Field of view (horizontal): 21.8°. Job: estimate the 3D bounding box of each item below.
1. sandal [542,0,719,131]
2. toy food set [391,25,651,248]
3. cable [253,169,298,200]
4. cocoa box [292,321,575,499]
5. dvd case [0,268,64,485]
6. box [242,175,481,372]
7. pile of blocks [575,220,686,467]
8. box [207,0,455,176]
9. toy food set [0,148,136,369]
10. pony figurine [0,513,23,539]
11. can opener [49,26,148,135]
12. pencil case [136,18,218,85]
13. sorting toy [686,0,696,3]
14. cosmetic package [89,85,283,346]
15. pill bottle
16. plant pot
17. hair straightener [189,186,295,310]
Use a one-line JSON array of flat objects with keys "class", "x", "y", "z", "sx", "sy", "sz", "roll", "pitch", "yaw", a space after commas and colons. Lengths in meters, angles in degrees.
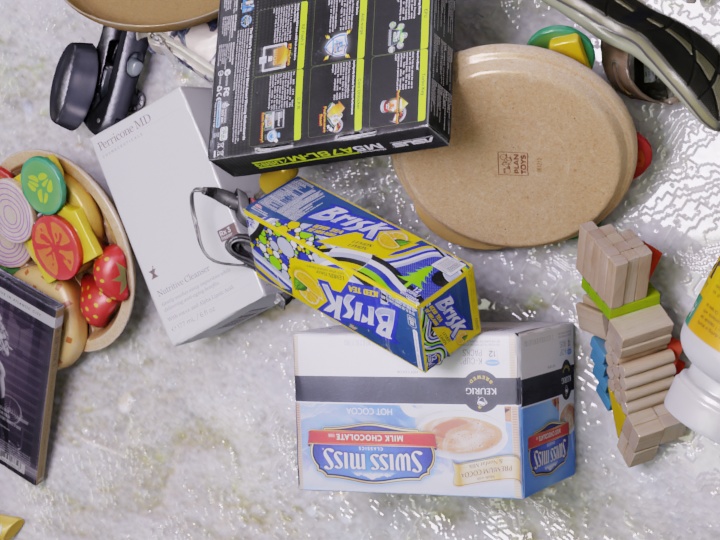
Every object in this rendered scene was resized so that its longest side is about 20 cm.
[{"class": "sandal", "x": 0.217, "y": -0.170, "z": 1.467, "sx": 0.201, "sy": 0.080, "sz": 0.057, "roll": 41, "pitch": 126, "yaw": 24}, {"class": "toy food set", "x": 0.123, "y": -0.096, "z": 1.465, "sx": 0.198, "sy": 0.049, "sz": 0.200, "roll": -10, "pitch": 127, "yaw": 19}, {"class": "cable", "x": -0.047, "y": -0.120, "z": 1.508, "sx": 0.200, "sy": 0.050, "sz": 0.097, "roll": -18, "pitch": 98, "yaw": 45}, {"class": "cocoa box", "x": 0.061, "y": 0.110, "z": 1.517, "sx": 0.200, "sy": 0.133, "sz": 0.132, "roll": -1, "pitch": 92, "yaw": 25}, {"class": "dvd case", "x": -0.342, "y": 0.085, "z": 1.735, "sx": 0.149, "sy": 0.016, "sz": 0.200, "roll": 28, "pitch": 124, "yaw": 25}, {"class": "box", "x": 0.000, "y": 0.000, "z": 1.455, "sx": 0.200, "sy": 0.064, "sz": 0.070, "roll": 29, "pitch": 142, "yaw": 39}, {"class": "pile of blocks", "x": 0.220, "y": 0.053, "z": 1.484, "sx": 0.082, "sy": 0.062, "sz": 0.200, "roll": -149, "pitch": 46, "yaw": -65}, {"class": "box", "x": -0.021, "y": -0.181, "z": 1.433, "sx": 0.193, "sy": 0.048, "sz": 0.200, "roll": -7, "pitch": 69, "yaw": 25}, {"class": "toy food set", "x": -0.281, "y": -0.016, "z": 1.689, "sx": 0.200, "sy": 0.049, "sz": 0.198, "roll": -27, "pitch": 90, "yaw": 45}, {"class": "pony figurine", "x": -0.452, "y": 0.234, "z": 1.775, "sx": 0.200, "sy": 0.167, "sz": 0.193, "roll": 38, "pitch": 79, "yaw": 20}, {"class": "can opener", "x": -0.211, "y": -0.214, "z": 1.668, "sx": 0.063, "sy": 0.079, "sz": 0.200, "roll": 23, "pitch": 94, "yaw": 31}, {"class": "pencil case", "x": -0.094, "y": -0.175, "z": 1.599, "sx": 0.200, "sy": 0.089, "sz": 0.078, "roll": 35, "pitch": 151, "yaw": 19}, {"class": "sorting toy", "x": 0.326, "y": -0.314, "z": 1.401, "sx": 0.200, "sy": 0.107, "sz": 0.180, "roll": -7, "pitch": 71, "yaw": 25}, {"class": "cosmetic package", "x": -0.142, "y": -0.050, "z": 1.633, "sx": 0.113, "sy": 0.081, "sz": 0.200, "roll": -28, "pitch": 82, "yaw": 26}, {"class": "pill bottle", "x": 0.310, "y": 0.032, "z": 1.406, "sx": 0.113, "sy": 0.113, "sz": 0.200, "roll": 31, "pitch": 106, "yaw": 21}, {"class": "plant pot", "x": -0.166, "y": -0.266, "z": 1.598, "sx": 0.200, "sy": 0.200, "sz": 0.028, "roll": 21, "pitch": 145, "yaw": 23}, {"class": "hair straightener", "x": -0.058, "y": -0.009, "z": 1.557, "sx": 0.200, "sy": 0.041, "sz": 0.077, "roll": 29, "pitch": 65, "yaw": -10}]
